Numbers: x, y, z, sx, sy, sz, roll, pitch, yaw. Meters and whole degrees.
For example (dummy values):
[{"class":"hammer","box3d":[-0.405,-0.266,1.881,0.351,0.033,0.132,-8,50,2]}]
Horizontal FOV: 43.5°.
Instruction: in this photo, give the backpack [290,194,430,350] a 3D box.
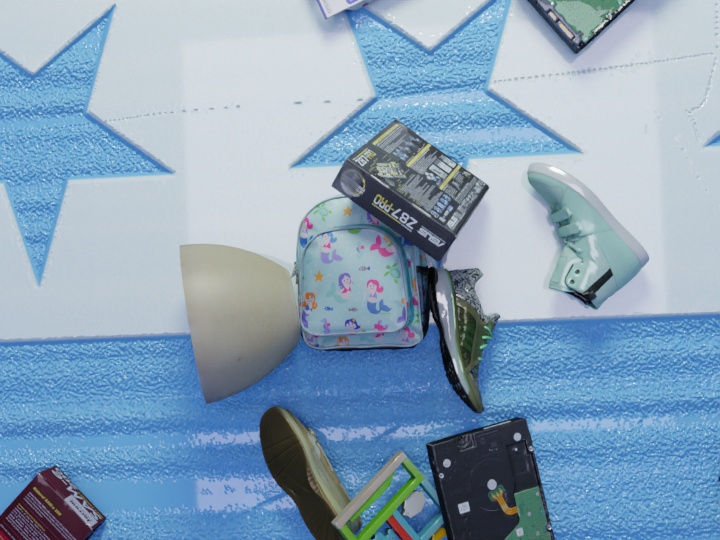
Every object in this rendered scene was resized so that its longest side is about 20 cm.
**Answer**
[{"class":"backpack","box3d":[0.000,0.000,1.165,0.174,0.151,0.204,-2,83,11]}]

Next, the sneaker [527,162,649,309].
[{"class":"sneaker","box3d":[0.269,-0.041,1.176,0.200,0.074,0.118,44,85,1]}]

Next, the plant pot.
[{"class":"plant pot","box3d":[-0.149,0.056,1.154,0.132,0.200,0.204,-11,88,-8]}]

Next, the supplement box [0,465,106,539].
[{"class":"supplement box","box3d":[-0.456,0.379,1.227,0.109,0.061,0.200,44,93,3]}]

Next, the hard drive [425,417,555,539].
[{"class":"hard drive","box3d":[0.174,0.308,1.180,0.137,0.038,0.204,-14,87,-13]}]

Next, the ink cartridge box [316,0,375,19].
[{"class":"ink cartridge box","box3d":[0.022,-0.423,1.225,0.198,0.037,0.096,-26,88,1]}]

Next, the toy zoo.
[{"class":"toy zoo","box3d":[0.071,0.356,1.178,0.131,0.020,0.201,-41,97,-18]}]

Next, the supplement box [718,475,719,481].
[{"class":"supplement box","box3d":[0.567,0.320,1.132,0.109,0.109,0.201,-37,87,3]}]

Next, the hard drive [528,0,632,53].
[{"class":"hard drive","box3d":[0.316,-0.408,1.195,0.200,0.038,0.140,-43,86,1]}]

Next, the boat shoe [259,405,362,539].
[{"class":"boat shoe","box3d":[-0.066,0.271,1.209,0.073,0.063,0.202,-39,79,29]}]

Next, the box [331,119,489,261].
[{"class":"box","box3d":[0.069,-0.107,1.134,0.160,0.200,0.049,37,120,2]}]

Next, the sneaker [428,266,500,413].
[{"class":"sneaker","box3d":[0.149,0.086,1.189,0.087,0.077,0.204,-13,90,-5]}]
